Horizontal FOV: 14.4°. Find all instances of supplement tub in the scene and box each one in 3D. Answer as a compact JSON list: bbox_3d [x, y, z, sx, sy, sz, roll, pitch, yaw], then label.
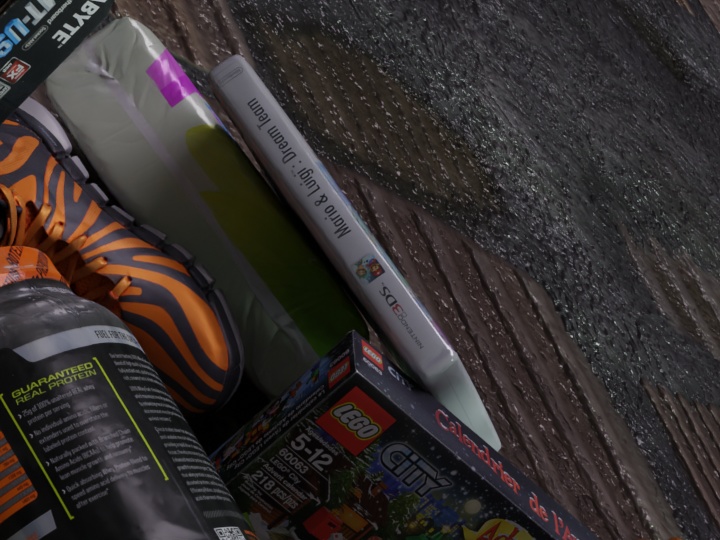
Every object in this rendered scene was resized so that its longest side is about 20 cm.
[{"bbox_3d":[-0.116,0.097,1.111,0.200,0.122,0.122,58,21,20],"label":"supplement tub"}]

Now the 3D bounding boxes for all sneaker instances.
[{"bbox_3d":[-0.148,-0.001,1.317,0.200,0.078,0.112,43,21,16],"label":"sneaker"}]

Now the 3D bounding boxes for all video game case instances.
[{"bbox_3d":[0.000,0.000,1.381,0.182,0.024,0.200,55,-2,18],"label":"video game case"}]

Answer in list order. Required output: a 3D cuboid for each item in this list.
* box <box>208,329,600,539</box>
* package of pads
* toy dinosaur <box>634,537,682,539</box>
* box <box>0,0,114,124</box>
[{"bbox_3d":[0.018,0.136,1.306,0.200,0.137,0.038,40,21,-23],"label":"box"},{"bbox_3d":[-0.074,-0.023,1.436,0.200,0.068,0.155,54,-2,6],"label":"package of pads"},{"bbox_3d":[0.143,0.181,1.425,0.200,0.181,0.105,-20,75,-46],"label":"toy dinosaur"},{"bbox_3d":[-0.190,-0.144,1.279,0.050,0.198,0.200,30,27,-42],"label":"box"}]
